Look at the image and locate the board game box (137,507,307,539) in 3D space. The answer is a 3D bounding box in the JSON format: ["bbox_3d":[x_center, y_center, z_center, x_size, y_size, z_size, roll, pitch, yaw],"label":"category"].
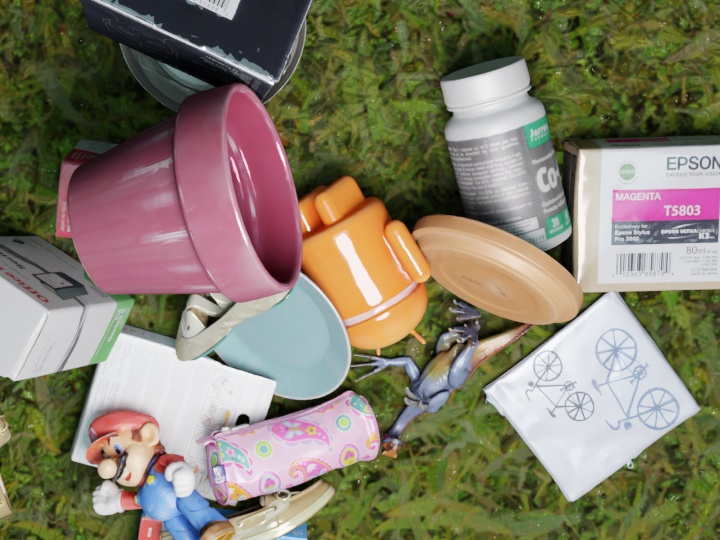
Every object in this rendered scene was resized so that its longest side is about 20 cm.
[{"bbox_3d":[-0.172,0.383,1.565,0.193,0.056,0.202,8,102,-5],"label":"board game box"}]

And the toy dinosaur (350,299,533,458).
[{"bbox_3d":[0.093,0.137,1.516,0.198,0.105,0.183,9,120,-16],"label":"toy dinosaur"}]

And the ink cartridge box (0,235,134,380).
[{"bbox_3d":[-0.347,0.035,1.382,0.145,0.200,0.085,32,99,11],"label":"ink cartridge box"}]

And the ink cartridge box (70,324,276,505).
[{"bbox_3d":[-0.215,0.165,1.521,0.198,0.057,0.164,17,101,-14],"label":"ink cartridge box"}]

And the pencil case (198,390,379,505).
[{"bbox_3d":[-0.079,0.197,1.486,0.198,0.087,0.088,-14,104,-19],"label":"pencil case"}]

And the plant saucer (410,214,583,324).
[{"bbox_3d":[0.142,0.006,1.431,0.199,0.200,0.033,31,73,-10],"label":"plant saucer"}]

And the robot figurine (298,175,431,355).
[{"bbox_3d":[-0.001,0.000,1.460,0.143,0.117,0.201,-28,99,3],"label":"robot figurine"}]

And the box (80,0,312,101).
[{"bbox_3d":[-0.156,-0.261,1.280,0.198,0.197,0.125,24,86,-9],"label":"box"}]

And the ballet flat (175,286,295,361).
[{"bbox_3d":[-0.149,0.033,1.416,0.062,0.068,0.199,33,132,-29],"label":"ballet flat"}]

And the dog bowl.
[{"bbox_3d":[-0.157,-0.265,1.419,0.197,0.059,0.203,-1,102,-4],"label":"dog bowl"}]

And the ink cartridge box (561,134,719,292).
[{"bbox_3d":[0.329,-0.064,1.490,0.197,0.075,0.167,-2,104,-3],"label":"ink cartridge box"}]

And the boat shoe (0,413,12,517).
[{"bbox_3d":[-0.429,0.188,1.502,0.066,0.074,0.203,-4,105,-16],"label":"boat shoe"}]

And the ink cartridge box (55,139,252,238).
[{"bbox_3d":[-0.213,-0.077,1.412,0.198,0.148,0.087,9,102,-5],"label":"ink cartridge box"}]

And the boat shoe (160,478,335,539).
[{"bbox_3d":[-0.124,0.278,1.490,0.199,0.073,0.064,-27,87,-5],"label":"boat shoe"}]

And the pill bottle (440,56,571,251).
[{"bbox_3d":[0.155,-0.122,1.444,0.112,0.113,0.202,-16,104,0],"label":"pill bottle"}]

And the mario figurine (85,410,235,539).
[{"bbox_3d":[-0.233,0.239,1.431,0.123,0.106,0.200,-44,72,-1],"label":"mario figurine"}]

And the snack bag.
[{"bbox_3d":[0.272,0.152,1.561,0.199,0.021,0.189,-38,102,4],"label":"snack bag"}]

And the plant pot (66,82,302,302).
[{"bbox_3d":[-0.170,-0.059,1.257,0.177,0.200,0.202,-12,104,14],"label":"plant pot"}]

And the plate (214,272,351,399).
[{"bbox_3d":[-0.095,0.057,1.468,0.198,0.026,0.202,18,132,21],"label":"plate"}]
